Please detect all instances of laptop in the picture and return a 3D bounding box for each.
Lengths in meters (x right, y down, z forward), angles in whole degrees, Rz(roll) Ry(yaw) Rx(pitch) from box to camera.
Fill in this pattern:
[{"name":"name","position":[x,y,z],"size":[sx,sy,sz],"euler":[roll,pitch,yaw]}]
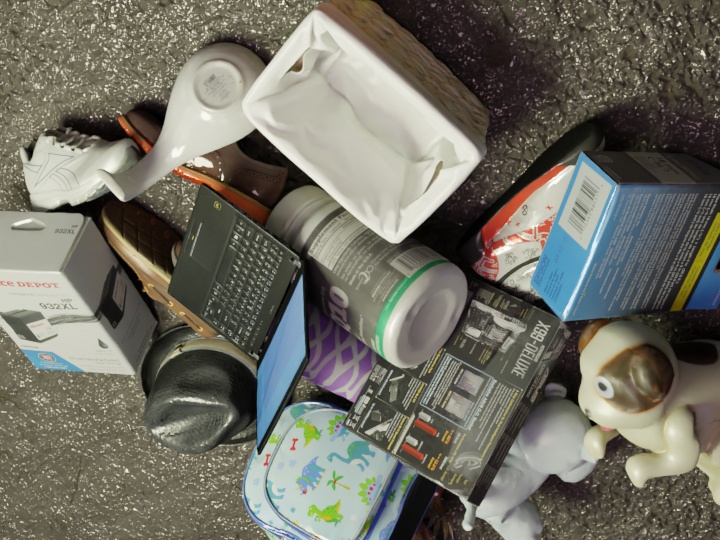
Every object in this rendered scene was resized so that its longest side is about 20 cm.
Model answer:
[{"name":"laptop","position":[-0.128,0.050,0.987],"size":[0.199,0.103,0.178],"euler":[37,135,8]}]

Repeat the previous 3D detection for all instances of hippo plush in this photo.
[{"name":"hippo plush","position":[0.170,0.188,1.078],"size":[0.161,0.160,0.200],"euler":[-41,144,7]}]

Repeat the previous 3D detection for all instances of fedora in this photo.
[{"name":"fedora","position":[-0.193,0.162,1.202],"size":[0.199,0.092,0.202],"euler":[9,122,14]}]

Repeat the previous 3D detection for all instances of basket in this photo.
[{"name":"basket","position":[0.013,-0.151,0.932],"size":[0.200,0.124,0.136],"euler":[40,123,-8]}]

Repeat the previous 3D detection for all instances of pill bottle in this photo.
[{"name":"pill bottle","position":[0.000,0.000,0.992],"size":[0.199,0.113,0.114],"euler":[35,130,33]}]

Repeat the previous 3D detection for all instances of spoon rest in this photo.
[{"name":"spoon rest","position":[-0.175,-0.147,0.996],"size":[0.200,0.061,0.099],"euler":[-43,86,-6]}]

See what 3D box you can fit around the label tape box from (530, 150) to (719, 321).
[{"name":"label tape box","position":[0.273,-0.033,0.929],"size":[0.198,0.063,0.145],"euler":[-2,125,-29]}]

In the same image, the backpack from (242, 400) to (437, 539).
[{"name":"backpack","position":[-0.033,0.242,1.131],"size":[0.199,0.184,0.147],"euler":[16,154,28]}]

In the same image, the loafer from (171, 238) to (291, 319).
[{"name":"loafer","position":[-0.117,0.013,1.110],"size":[0.199,0.073,0.071],"euler":[32,120,-13]}]

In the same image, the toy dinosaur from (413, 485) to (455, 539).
[{"name":"toy dinosaur","position":[0.066,0.331,1.224],"size":[0.134,0.086,0.201],"euler":[-6,123,13]}]

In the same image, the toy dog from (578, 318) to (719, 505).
[{"name":"toy dog","position":[0.296,0.119,0.952],"size":[0.199,0.140,0.195],"euler":[21,108,-30]}]

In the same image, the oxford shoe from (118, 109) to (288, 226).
[{"name":"oxford shoe","position":[-0.166,-0.126,1.054],"size":[0.199,0.071,0.073],"euler":[32,91,7]}]

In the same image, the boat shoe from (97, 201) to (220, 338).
[{"name":"boat shoe","position":[-0.226,0.005,1.135],"size":[0.200,0.072,0.068],"euler":[42,121,-11]}]

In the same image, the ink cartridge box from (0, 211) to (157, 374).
[{"name":"ink cartridge box","position":[-0.346,0.030,1.143],"size":[0.144,0.084,0.201],"euler":[2,142,18]}]

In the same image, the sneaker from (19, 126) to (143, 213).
[{"name":"sneaker","position":[-0.314,-0.116,1.077],"size":[0.199,0.074,0.088],"euler":[-11,107,40]}]

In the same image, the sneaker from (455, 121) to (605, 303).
[{"name":"sneaker","position":[0.194,-0.048,0.966],"size":[0.108,0.067,0.201],"euler":[39,127,-7]}]

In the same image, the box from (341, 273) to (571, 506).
[{"name":"box","position":[0.096,0.109,0.998],"size":[0.157,0.050,0.201],"euler":[25,82,29]}]

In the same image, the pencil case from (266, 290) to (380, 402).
[{"name":"pencil case","position":[-0.011,0.101,1.080],"size":[0.199,0.084,0.085],"euler":[32,153,-25]}]
